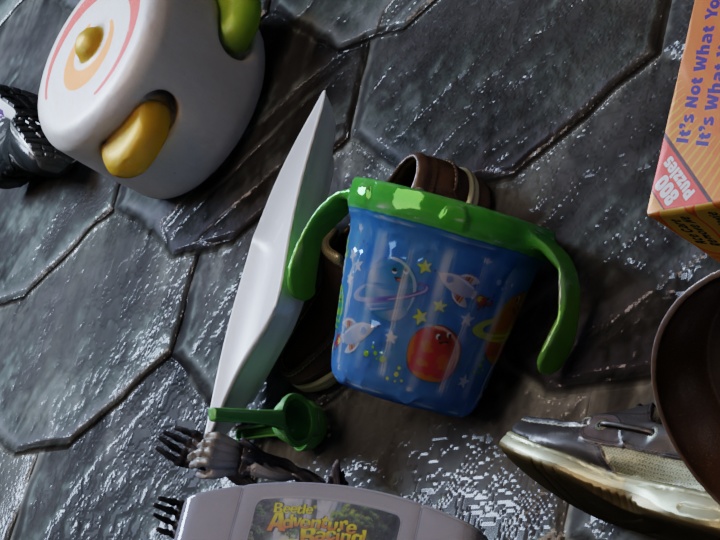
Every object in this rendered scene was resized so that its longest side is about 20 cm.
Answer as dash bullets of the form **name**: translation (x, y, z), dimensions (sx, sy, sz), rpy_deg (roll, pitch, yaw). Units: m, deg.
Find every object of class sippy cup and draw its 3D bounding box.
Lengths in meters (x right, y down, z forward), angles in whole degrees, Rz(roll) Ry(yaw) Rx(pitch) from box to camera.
- **sippy cup**: translation (0.042, 0.020, 1.211), dimensions (0.178, 0.139, 0.131), rpy_deg (16, 90, 65)

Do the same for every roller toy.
- **roller toy**: translation (-0.186, -0.164, 1.635), dimensions (0.182, 0.140, 0.200), rpy_deg (2, 69, 54)

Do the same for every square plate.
- **square plate**: translation (-0.061, 0.003, 1.378), dimensions (0.200, 0.028, 0.198), rpy_deg (120, 165, -52)

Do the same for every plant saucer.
- **plant saucer**: translation (0.232, 0.066, 0.879), dimensions (0.200, 0.200, 0.034), rpy_deg (-15, 25, 48)

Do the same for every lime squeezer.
- **lime squeezer**: translation (-0.059, 0.101, 1.309), dimensions (0.200, 0.070, 0.038), rpy_deg (77, -153, -82)

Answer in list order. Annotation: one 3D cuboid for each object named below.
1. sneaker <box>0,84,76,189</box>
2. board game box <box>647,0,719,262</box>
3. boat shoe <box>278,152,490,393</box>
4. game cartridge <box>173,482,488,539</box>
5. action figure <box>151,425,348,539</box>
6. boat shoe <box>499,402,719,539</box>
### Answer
- **sneaker**: translation (-0.326, -0.111, 1.866), dimensions (0.200, 0.076, 0.088), rpy_deg (45, 118, 60)
- **board game box**: translation (0.288, -0.085, 0.881), dimensions (0.200, 0.200, 0.200), rpy_deg (-10, 58, 50)
- **boat shoe**: translation (-0.002, -0.004, 1.326), dimensions (0.202, 0.075, 0.075), rpy_deg (-50, 35, 16)
- **game cartridge**: translation (-0.027, 0.195, 1.154), dimensions (0.199, 0.041, 0.133), rpy_deg (3, 56, 18)
- **action figure**: translation (-0.080, 0.169, 1.280), dimensions (0.200, 0.102, 0.119), rpy_deg (13, 91, 56)
- **boat shoe**: translation (0.160, 0.106, 1.040), dimensions (0.201, 0.072, 0.066), rpy_deg (14, 69, 54)
